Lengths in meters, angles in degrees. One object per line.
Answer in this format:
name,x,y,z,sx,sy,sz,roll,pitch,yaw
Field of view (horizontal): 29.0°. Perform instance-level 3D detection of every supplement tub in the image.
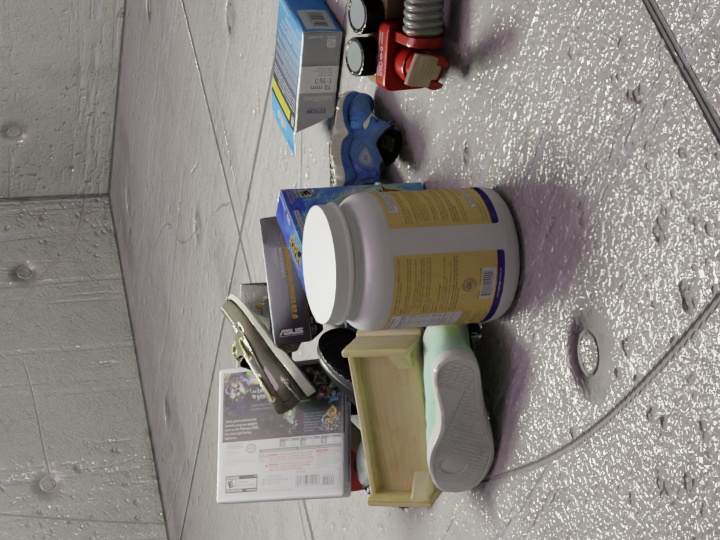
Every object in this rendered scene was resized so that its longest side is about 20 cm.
supplement tub,0.051,-0.012,1.456,0.145,0.199,0.146,177,90,-73

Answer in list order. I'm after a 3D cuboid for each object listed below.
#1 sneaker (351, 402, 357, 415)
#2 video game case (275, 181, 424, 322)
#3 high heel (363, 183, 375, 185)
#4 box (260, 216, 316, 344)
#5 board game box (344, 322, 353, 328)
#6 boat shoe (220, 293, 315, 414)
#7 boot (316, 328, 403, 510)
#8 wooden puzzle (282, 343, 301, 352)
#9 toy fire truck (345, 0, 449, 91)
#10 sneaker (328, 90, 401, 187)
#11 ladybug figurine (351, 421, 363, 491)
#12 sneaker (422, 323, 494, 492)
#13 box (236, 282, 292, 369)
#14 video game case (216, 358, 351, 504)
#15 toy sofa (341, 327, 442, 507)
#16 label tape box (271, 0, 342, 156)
sneaker,-0.003,0.142,1.860,0.200,0.077,0.070,113,149,-56
video game case,0.013,-0.025,1.604,0.200,0.180,0.046,-113,27,-46
high heel,-0.017,-0.120,1.821,0.068,0.095,0.201,103,156,-43
box,-0.087,0.009,1.808,0.200,0.048,0.159,-12,-85,-88
board game box,0.022,-0.014,1.656,0.200,0.135,0.035,-112,25,-46
boat shoe,-0.136,0.108,1.836,0.202,0.060,0.072,47,177,37
boot,0.010,0.190,1.746,0.200,0.076,0.169,38,136,25
wooden puzzle,-0.078,0.008,2.038,0.200,0.037,0.186,-50,-39,-74
toy fire truck,0.059,-0.276,1.538,0.200,0.128,0.177,37,128,53
sneaker,0.008,-0.164,1.776,0.200,0.089,0.079,-86,-3,-54
ladybug figurine,-0.053,0.234,1.887,0.200,0.072,0.136,34,153,27
sneaker,0.107,0.143,1.546,0.118,0.073,0.201,-93,1,-58
box,-0.135,0.116,1.985,0.158,0.048,0.201,3,-90,-81
video game case,-0.102,0.213,1.843,0.199,0.023,0.183,-8,74,28
toy sofa,0.046,0.164,1.592,0.098,0.082,0.201,-40,-56,-62
label tape box,-0.082,-0.291,2.050,0.144,0.066,0.201,-116,26,-52
